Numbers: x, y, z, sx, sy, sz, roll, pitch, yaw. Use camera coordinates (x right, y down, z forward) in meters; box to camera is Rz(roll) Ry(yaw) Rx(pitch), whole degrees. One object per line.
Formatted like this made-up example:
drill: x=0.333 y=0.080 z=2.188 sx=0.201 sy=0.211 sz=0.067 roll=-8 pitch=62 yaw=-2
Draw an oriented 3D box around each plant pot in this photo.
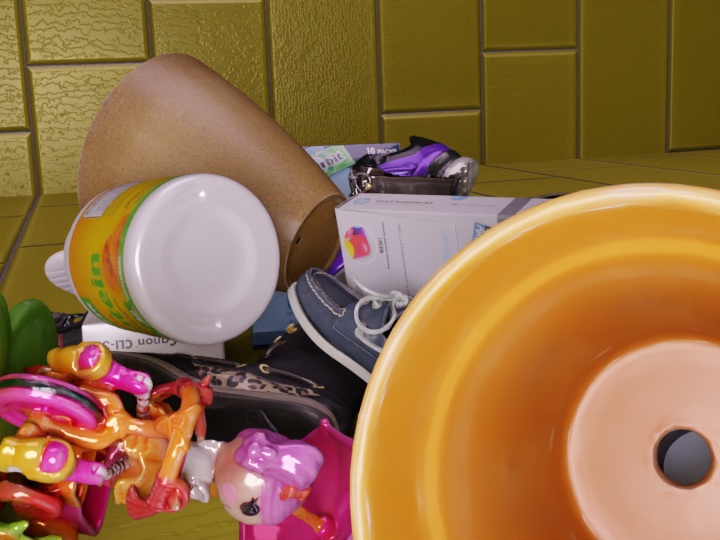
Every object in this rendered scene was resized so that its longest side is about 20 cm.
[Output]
plant pot: x=0.120 y=0.083 z=0.380 sx=0.196 sy=0.205 sz=0.183 roll=2 pitch=-5 yaw=24
plant pot: x=-0.113 y=-0.067 z=0.854 sx=0.198 sy=0.189 sz=0.185 roll=28 pitch=23 yaw=23

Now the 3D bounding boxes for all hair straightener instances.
hair straightener: x=-0.286 y=0.064 z=0.953 sx=0.076 sy=0.042 sz=0.199 roll=2 pitch=16 yaw=25

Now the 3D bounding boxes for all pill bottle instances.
pill bottle: x=-0.150 y=-0.009 z=0.707 sx=0.109 sy=0.114 sz=0.199 roll=-9 pitch=6 yaw=-33

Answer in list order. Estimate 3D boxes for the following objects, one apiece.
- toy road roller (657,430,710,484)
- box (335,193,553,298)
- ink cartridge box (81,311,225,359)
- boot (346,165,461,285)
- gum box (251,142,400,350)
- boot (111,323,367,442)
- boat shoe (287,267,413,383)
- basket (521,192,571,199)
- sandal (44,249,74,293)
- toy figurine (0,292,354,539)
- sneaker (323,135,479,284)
toy road roller: x=0.168 y=0.032 z=0.580 sx=0.197 sy=0.148 sz=0.123 roll=28 pitch=13 yaw=3
box: x=0.082 y=0.025 z=0.718 sx=0.197 sy=0.159 sz=0.041 roll=4 pitch=23 yaw=32
ink cartridge box: x=-0.174 y=0.062 z=0.829 sx=0.114 sy=0.069 sz=0.200 roll=-4 pitch=11 yaw=-10
boot: x=0.000 y=0.000 z=0.819 sx=0.197 sy=0.178 sz=0.069 roll=-9 pitch=16 yaw=-33
gum box: x=-0.031 y=-0.028 z=0.959 sx=0.166 sy=0.204 sz=0.045 roll=-3 pitch=-27 yaw=-7
boot: x=-0.083 y=0.083 z=0.683 sx=0.196 sy=0.075 sz=0.150 roll=6 pitch=14 yaw=21
boat shoe: x=0.023 y=0.050 z=0.655 sx=0.074 sy=0.063 sz=0.200 roll=5 pitch=29 yaw=-44
basket: x=0.132 y=-0.004 z=0.952 sx=0.178 sy=0.138 sz=0.199 roll=-23 pitch=12 yaw=-18
sandal: x=-0.217 y=0.001 z=0.952 sx=0.078 sy=0.060 sz=0.205 roll=-25 pitch=-32 yaw=28
toy figurine: x=-0.081 y=0.090 z=0.444 sx=0.180 sy=0.153 sz=0.201 roll=9 pitch=-32 yaw=-4
sneaker: x=0.016 y=-0.056 z=0.921 sx=0.099 sy=0.070 sz=0.200 roll=37 pitch=66 yaw=23
